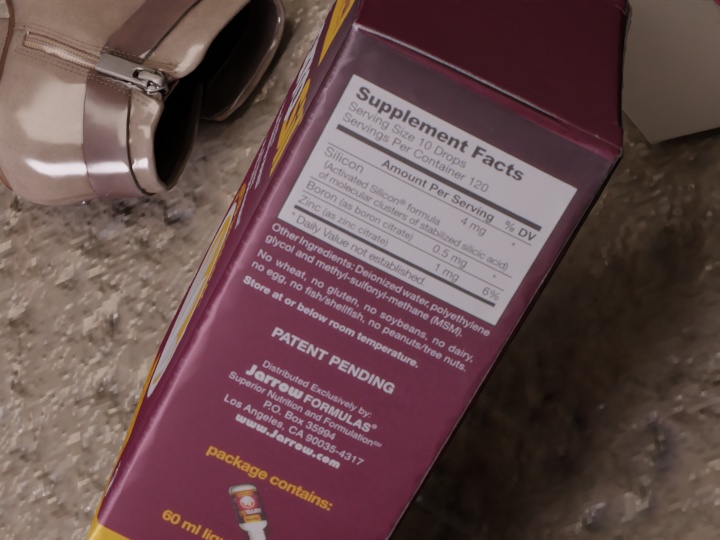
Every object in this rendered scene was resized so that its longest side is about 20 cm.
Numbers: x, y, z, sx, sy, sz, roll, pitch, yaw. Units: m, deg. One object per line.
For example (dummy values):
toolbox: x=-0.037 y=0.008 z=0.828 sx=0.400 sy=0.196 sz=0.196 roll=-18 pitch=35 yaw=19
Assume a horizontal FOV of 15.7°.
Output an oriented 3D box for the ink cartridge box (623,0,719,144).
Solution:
ink cartridge box: x=0.136 y=-0.139 z=0.848 sx=0.199 sy=0.125 sz=0.129 roll=-13 pitch=56 yaw=28

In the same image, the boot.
boot: x=-0.093 y=-0.115 z=1.039 sx=0.146 sy=0.070 sz=0.201 roll=14 pitch=72 yaw=32

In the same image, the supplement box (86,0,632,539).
supplement box: x=0.000 y=0.000 z=0.800 sx=0.201 sy=0.085 sz=0.111 roll=-61 pitch=7 yaw=29
